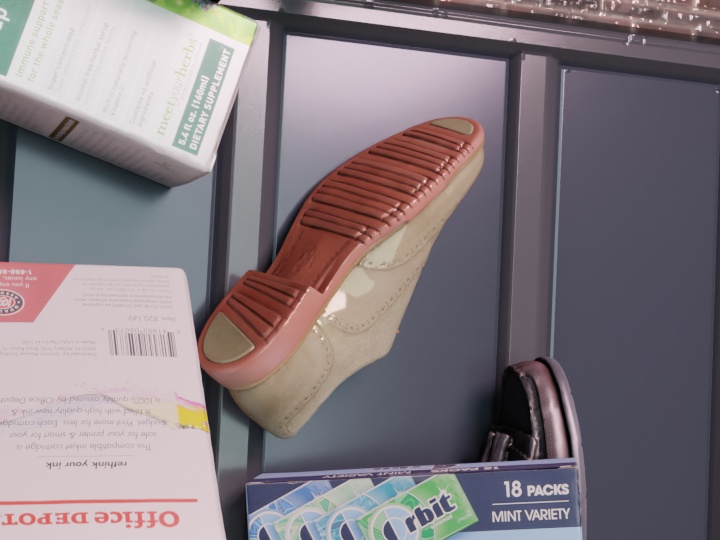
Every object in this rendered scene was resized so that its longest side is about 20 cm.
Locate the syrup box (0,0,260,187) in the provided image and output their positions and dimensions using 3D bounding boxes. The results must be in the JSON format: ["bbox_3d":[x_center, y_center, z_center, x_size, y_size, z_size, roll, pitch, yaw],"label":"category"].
[{"bbox_3d":[-0.158,-0.115,0.720,0.198,0.081,0.080,22,80,-18],"label":"syrup box"}]

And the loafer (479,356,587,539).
[{"bbox_3d":[0.083,0.149,0.799,0.062,0.072,0.203,-2,91,-14],"label":"loafer"}]

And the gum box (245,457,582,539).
[{"bbox_3d":[0.033,0.202,0.756,0.167,0.045,0.203,-4,89,8],"label":"gum box"}]

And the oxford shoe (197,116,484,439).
[{"bbox_3d":[0.000,0.000,0.787,0.200,0.071,0.074,-45,126,-16],"label":"oxford shoe"}]

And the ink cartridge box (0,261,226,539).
[{"bbox_3d":[-0.128,0.093,0.672,0.115,0.068,0.202,2,47,-18],"label":"ink cartridge box"}]

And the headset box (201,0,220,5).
[{"bbox_3d":[-0.140,-0.201,0.694,0.198,0.148,0.076,25,79,-17],"label":"headset box"}]
